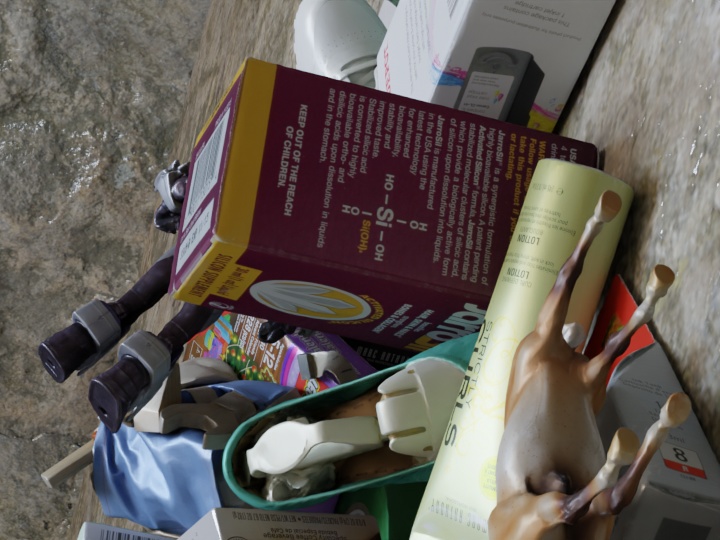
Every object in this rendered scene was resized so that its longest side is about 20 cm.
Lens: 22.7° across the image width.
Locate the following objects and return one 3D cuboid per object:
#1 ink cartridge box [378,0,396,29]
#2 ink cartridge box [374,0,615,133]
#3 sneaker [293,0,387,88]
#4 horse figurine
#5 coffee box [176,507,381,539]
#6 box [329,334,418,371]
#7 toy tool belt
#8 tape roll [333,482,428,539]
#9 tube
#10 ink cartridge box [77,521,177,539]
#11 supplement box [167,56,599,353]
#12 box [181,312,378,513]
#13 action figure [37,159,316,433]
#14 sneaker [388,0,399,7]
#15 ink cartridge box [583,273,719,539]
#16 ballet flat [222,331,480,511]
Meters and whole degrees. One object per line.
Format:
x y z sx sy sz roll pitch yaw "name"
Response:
0.024 -0.127 1.354 0.146 0.048 0.201 -93 19 -50 "ink cartridge box"
0.078 -0.150 1.052 0.148 0.085 0.201 -92 17 -46 "ink cartridge box"
0.013 -0.099 1.210 0.080 0.076 0.201 -159 48 -78 "sneaker"
0.084 0.068 0.694 0.201 0.050 0.133 -88 18 -47 "horse figurine"
-0.030 0.233 0.938 0.080 0.112 0.201 -43 52 39 "coffee box"
-0.011 0.108 1.199 0.049 0.082 0.201 -94 21 -54 "box"
-0.094 0.113 1.070 0.199 0.122 0.126 -7 96 47 "toy tool belt"
0.007 0.219 1.090 0.200 0.048 0.202 -168 90 -77 "tape roll"
0.079 0.047 0.873 0.058 0.052 0.201 59 -130 -84 "tube"
-0.119 0.251 1.137 0.050 0.160 0.201 -90 18 -47 "ink cartridge box"
0.010 -0.025 0.963 0.131 0.198 0.104 136 145 -68 "supplement box"
-0.068 0.110 1.163 0.137 0.039 0.201 40 127 34 "box"
-0.090 0.002 1.032 0.200 0.130 0.070 -41 -20 -19 "action figure"
0.049 -0.239 1.166 0.074 0.118 0.201 -61 -1 -40 "sneaker"
0.095 0.109 0.808 0.200 0.050 0.163 -107 33 -61 "ink cartridge box"
0.011 0.084 0.940 0.070 0.199 0.068 -2 -108 -63 "ballet flat"
